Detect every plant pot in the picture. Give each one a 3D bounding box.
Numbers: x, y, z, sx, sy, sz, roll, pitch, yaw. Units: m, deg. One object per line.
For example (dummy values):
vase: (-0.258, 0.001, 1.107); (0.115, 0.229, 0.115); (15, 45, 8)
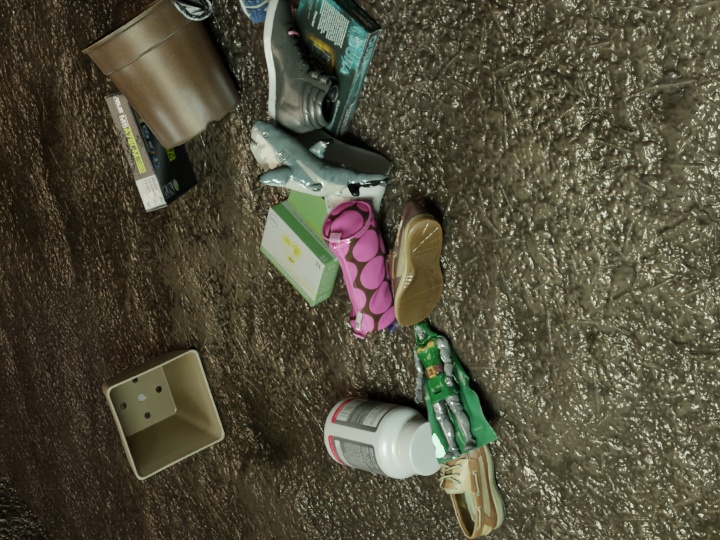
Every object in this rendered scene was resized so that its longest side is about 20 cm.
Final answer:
plant pot: (-0.423, 0.277, 2.298); (0.176, 0.198, 0.203); (12, 122, 61)
plant pot: (-0.299, -0.314, 1.756); (0.199, 0.200, 0.200); (-8, 120, 52)

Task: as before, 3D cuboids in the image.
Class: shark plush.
shark plush: (-0.061, -0.146, 1.543); (0.197, 0.091, 0.085); (15, 97, 14)

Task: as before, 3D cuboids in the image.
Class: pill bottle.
pill bottle: (0.041, 0.266, 1.767); (0.198, 0.110, 0.112); (3, 114, 50)

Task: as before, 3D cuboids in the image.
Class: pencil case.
pencil case: (0.000, 0.000, 1.630); (0.090, 0.094, 0.202); (20, 142, 38)

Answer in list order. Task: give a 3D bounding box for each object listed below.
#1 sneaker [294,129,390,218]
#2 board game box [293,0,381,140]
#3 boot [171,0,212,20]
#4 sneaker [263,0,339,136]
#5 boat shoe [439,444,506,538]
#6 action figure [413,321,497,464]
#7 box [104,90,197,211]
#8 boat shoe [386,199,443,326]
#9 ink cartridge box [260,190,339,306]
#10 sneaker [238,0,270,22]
sneaker: (-0.057, -0.136, 1.635); (0.198, 0.074, 0.117); (24, 135, 14)
board game box: (-0.048, -0.300, 1.591); (0.135, 0.028, 0.201); (45, 141, 20)
boot: (-0.253, -0.477, 1.612); (0.169, 0.075, 0.203); (-90, -16, -60)
sneaker: (-0.079, -0.287, 1.567); (0.097, 0.071, 0.204); (-2, 94, 20)
boat shoe: (0.157, 0.309, 1.680); (0.075, 0.073, 0.203); (-11, 103, 52)
action figure: (0.118, 0.170, 1.635); (0.117, 0.054, 0.203); (-30, 70, 35)
box: (-0.351, -0.217, 1.903); (0.047, 0.193, 0.203); (-15, 102, 14)
boat shoe: (0.074, -0.011, 1.601); (0.072, 0.071, 0.202); (-120, 22, -44)
ink cartridge box: (-0.086, -0.062, 1.775); (0.146, 0.048, 0.201); (46, 143, 23)
sneaker: (-0.167, -0.461, 1.617); (0.085, 0.076, 0.204); (12, 114, 58)
